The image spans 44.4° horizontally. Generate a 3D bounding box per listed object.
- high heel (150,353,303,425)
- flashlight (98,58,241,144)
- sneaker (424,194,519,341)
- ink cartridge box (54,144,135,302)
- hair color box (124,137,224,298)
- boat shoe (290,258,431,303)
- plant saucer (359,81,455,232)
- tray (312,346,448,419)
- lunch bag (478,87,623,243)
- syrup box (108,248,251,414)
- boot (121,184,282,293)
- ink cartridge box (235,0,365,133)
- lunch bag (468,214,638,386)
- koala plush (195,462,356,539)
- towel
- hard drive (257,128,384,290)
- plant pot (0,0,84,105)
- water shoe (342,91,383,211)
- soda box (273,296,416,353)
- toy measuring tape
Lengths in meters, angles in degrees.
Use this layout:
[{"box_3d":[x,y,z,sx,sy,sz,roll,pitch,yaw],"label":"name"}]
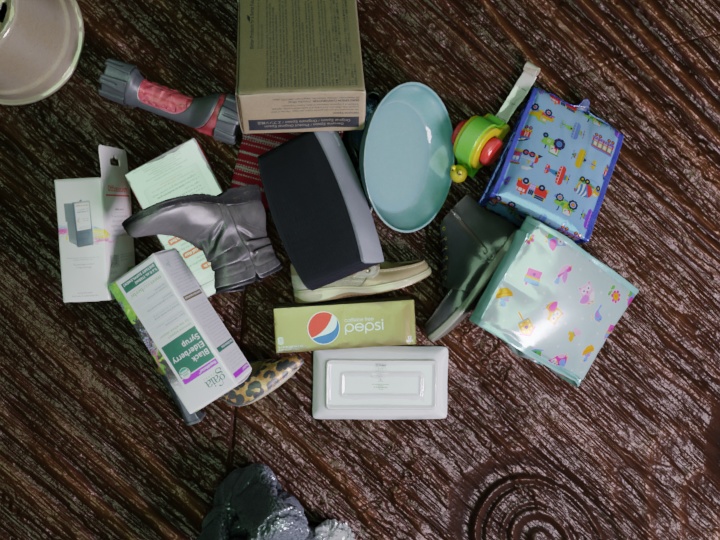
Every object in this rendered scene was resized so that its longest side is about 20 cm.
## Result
[{"box_3d":[-0.191,0.119,1.230,0.198,0.071,0.144,-23,101,7],"label":"high heel"},{"box_3d":[-0.256,-0.236,1.209,0.198,0.068,0.068,21,93,-5],"label":"flashlight"},{"box_3d":[0.133,-0.002,1.257,0.106,0.075,0.201,38,97,13],"label":"sneaker"},{"box_3d":[-0.356,-0.064,1.187,0.066,0.117,0.203,-2,93,4],"label":"ink cartridge box"},{"box_3d":[-0.228,-0.067,1.224,0.110,0.064,0.202,-27,93,-3],"label":"hair color box"},{"box_3d":[0.000,0.000,1.240,0.197,0.072,0.066,-9,94,2],"label":"boat shoe"},{"box_3d":[0.058,-0.154,1.204,0.199,0.036,0.203,-11,105,-47],"label":"plant saucer"},{"box_3d":[0.030,0.164,1.275,0.197,0.022,0.109,1,93,-4],"label":"tray"},{"box_3d":[0.279,-0.155,1.246,0.149,0.094,0.202,25,82,-2],"label":"lunch bag"},{"box_3d":[-0.235,0.078,1.162,0.078,0.081,0.201,-32,91,11],"label":"syrup box"},{"box_3d":[-0.198,-0.031,1.139,0.198,0.070,0.133,-14,89,-28],"label":"boot"},{"box_3d":[-0.080,-0.277,1.164,0.163,0.075,0.202,-2,55,-2],"label":"ink cartridge box"},{"box_3d":[0.252,0.038,1.211,0.199,0.122,0.171,30,92,-29],"label":"lunch bag"},{"box_3d":[-0.110,0.383,1.229,0.200,0.184,0.177,39,100,-26],"label":"koala plush"},{"box_3d":[-0.097,-0.177,1.230,0.143,0.022,0.202,16,93,12],"label":"towel"},{"box_3d":[-0.059,-0.083,1.177,0.134,0.042,0.202,-21,89,27],"label":"hard drive"},{"box_3d":[-0.477,-0.324,1.132,0.198,0.183,0.203,0,94,-4],"label":"plant pot"},{"box_3d":[-0.007,-0.150,1.224,0.071,0.079,0.203,8,93,-4],"label":"water shoe"},{"box_3d":[-0.022,0.075,1.243,0.197,0.068,0.065,-4,93,-4],"label":"soda box"},{"box_3d":[0.184,-0.211,1.233,0.073,0.074,0.201,33,94,-5],"label":"toy measuring tape"}]
